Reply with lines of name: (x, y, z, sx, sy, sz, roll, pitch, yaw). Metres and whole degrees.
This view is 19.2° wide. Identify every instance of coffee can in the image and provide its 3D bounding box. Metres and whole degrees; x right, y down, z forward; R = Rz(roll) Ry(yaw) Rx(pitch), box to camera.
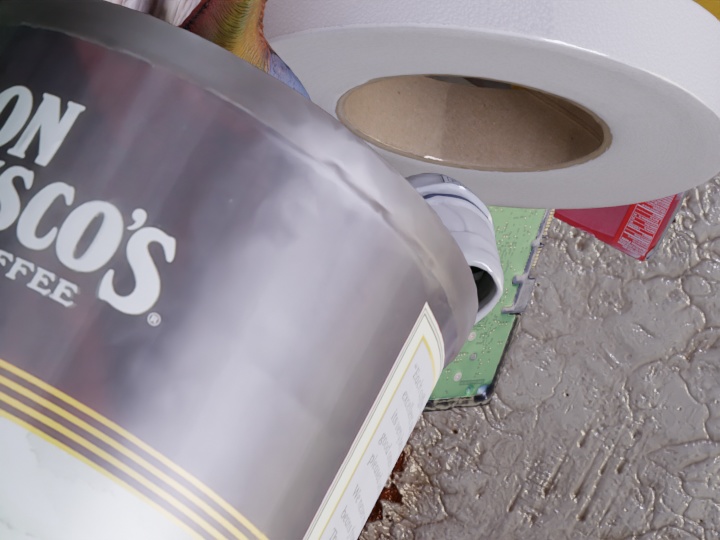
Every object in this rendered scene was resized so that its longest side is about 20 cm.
coffee can: (-0.080, 0.061, 0.479, 0.201, 0.145, 0.147, -62, 175, -21)

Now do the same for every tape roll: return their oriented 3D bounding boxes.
tape roll: (0.044, -0.071, 0.812, 0.203, 0.201, 0.037, 96, 2, -76)

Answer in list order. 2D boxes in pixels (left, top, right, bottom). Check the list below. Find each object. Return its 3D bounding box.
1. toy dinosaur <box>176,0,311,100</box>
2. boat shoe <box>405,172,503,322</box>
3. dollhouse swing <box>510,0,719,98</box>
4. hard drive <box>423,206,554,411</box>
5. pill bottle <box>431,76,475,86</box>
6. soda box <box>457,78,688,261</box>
toy dinosaur: (-0.036, -0.057, 0.737, 0.182, 0.104, 0.202, -111, -149, -69)
boat shoe: (-0.037, 0.031, 0.801, 0.199, 0.074, 0.067, -34, -154, 6)
dollhouse swing: (0.135, -0.164, 0.948, 0.175, 0.181, 0.202, 19, 59, -55)
hard drive: (0.000, 0.000, 0.965, 0.199, 0.038, 0.141, -2, 119, -40)
pill bottle: (-0.010, -0.008, 1.064, 0.201, 0.112, 0.113, -64, 175, 15)
soda box: (0.081, -0.084, 1.117, 0.064, 0.199, 0.070, -64, 175, 26)
